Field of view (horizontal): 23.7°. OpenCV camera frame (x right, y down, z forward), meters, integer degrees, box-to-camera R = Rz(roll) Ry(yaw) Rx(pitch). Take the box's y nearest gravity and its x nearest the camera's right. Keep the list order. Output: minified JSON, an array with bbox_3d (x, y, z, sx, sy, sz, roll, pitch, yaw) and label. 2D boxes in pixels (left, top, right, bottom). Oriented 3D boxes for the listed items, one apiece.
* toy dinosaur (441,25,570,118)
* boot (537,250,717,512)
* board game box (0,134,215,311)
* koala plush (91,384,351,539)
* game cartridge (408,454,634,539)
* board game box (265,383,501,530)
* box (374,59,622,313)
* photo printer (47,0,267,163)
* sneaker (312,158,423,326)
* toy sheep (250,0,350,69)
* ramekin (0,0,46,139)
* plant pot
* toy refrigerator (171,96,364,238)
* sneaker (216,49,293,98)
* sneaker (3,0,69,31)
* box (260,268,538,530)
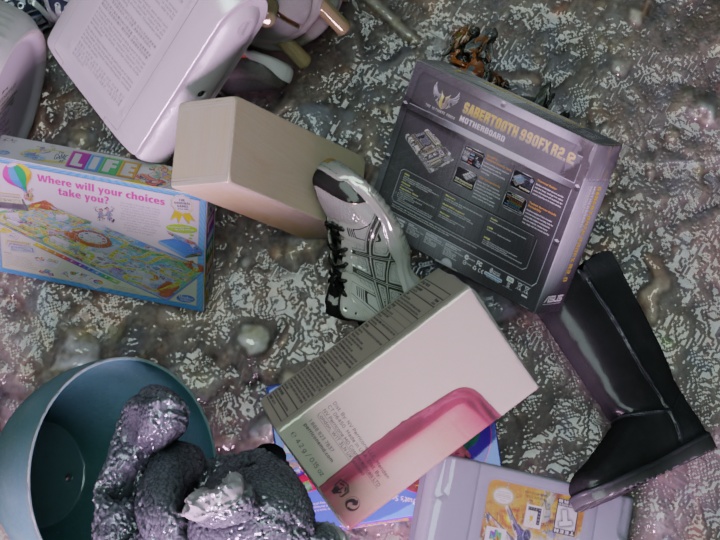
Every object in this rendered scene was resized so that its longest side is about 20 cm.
[{"bbox_3d":[0.117,-0.124,1.573,0.135,0.102,0.201,1,98,19],"label":"toy dinosaur"},{"bbox_3d":[0.202,0.094,1.494,0.164,0.066,0.201,-17,76,-38],"label":"boot"},{"bbox_3d":[-0.231,-0.041,1.548,0.199,0.135,0.034,11,40,5],"label":"board game box"},{"bbox_3d":[-0.107,0.204,1.379,0.177,0.199,0.184,39,63,-32],"label":"koala plush"},{"bbox_3d":[0.137,0.240,1.474,0.199,0.042,0.134,14,75,-19],"label":"game cartridge"},{"bbox_3d":[0.024,0.157,1.531,0.199,0.045,0.135,-8,78,2],"label":"board game box"},{"bbox_3d":[0.111,-0.076,1.499,0.199,0.048,0.159,28,108,30],"label":"box"},{"bbox_3d":[-0.174,-0.221,1.495,0.167,0.069,0.200,50,122,22],"label":"photo printer"},{"bbox_3d":[0.000,0.000,1.505,0.087,0.076,0.201,-34,112,-13],"label":"sneaker"},{"bbox_3d":[-0.073,-0.260,1.558,0.137,0.200,0.139,-1,115,-2],"label":"toy sheep"},{"bbox_3d":[-0.361,-0.159,1.544,0.105,0.200,0.201,18,80,3],"label":"ramekin"},{"bbox_3d":[-0.243,0.178,1.487,0.134,0.200,0.201,-6,75,44],"label":"plant pot"},{"bbox_3d":[-0.080,-0.087,1.508,0.070,0.200,0.076,-2,77,32],"label":"toy refrigerator"},{"bbox_3d":[-0.159,-0.169,1.602,0.199,0.077,0.082,4,88,15],"label":"sneaker"},{"bbox_3d":[-0.268,-0.247,1.618,0.200,0.070,0.109,34,78,16],"label":"sneaker"},{"bbox_3d":[0.029,0.104,1.440,0.200,0.128,0.109,-36,101,-3],"label":"box"}]
